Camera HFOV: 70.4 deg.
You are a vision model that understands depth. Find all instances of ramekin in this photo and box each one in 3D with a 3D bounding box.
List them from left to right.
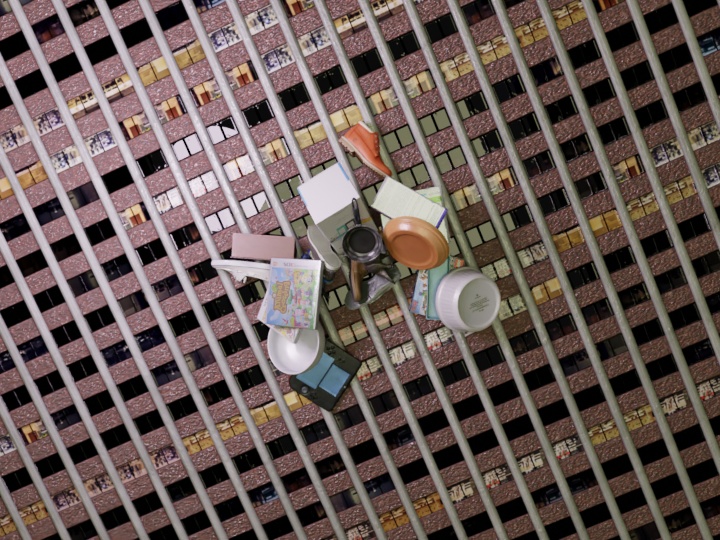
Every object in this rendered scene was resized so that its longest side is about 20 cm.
[{"bbox_3d":[0.335,0.093,1.551,0.200,0.094,0.205,-2,96,-22],"label":"ramekin"}]

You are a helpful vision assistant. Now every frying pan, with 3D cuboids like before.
[{"bbox_3d":[-0.014,-0.105,1.424,0.114,0.031,0.191,-27,114,17],"label":"frying pan"}]

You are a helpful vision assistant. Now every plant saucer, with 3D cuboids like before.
[{"bbox_3d":[0.151,-0.068,1.443,0.199,0.200,0.038,30,57,-1],"label":"plant saucer"},{"bbox_3d":[0.240,0.052,1.582,0.069,0.019,0.202,1,96,1],"label":"plant saucer"}]

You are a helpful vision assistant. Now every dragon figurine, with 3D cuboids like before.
[{"bbox_3d":[-0.138,0.013,1.565,0.099,0.201,0.059,31,122,-29],"label":"dragon figurine"}]

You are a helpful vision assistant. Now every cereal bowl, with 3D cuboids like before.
[{"bbox_3d":[-0.189,0.224,1.593,0.198,0.083,0.202,-7,75,28],"label":"cereal bowl"}]

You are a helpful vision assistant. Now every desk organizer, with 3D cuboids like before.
[{"bbox_3d":[-0.298,-0.072,1.595,0.198,0.072,0.078,4,93,1],"label":"desk organizer"}]

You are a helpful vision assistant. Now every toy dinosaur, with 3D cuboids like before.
[{"bbox_3d":[0.039,-0.034,1.531,0.102,0.077,0.200,-21,129,36],"label":"toy dinosaur"}]

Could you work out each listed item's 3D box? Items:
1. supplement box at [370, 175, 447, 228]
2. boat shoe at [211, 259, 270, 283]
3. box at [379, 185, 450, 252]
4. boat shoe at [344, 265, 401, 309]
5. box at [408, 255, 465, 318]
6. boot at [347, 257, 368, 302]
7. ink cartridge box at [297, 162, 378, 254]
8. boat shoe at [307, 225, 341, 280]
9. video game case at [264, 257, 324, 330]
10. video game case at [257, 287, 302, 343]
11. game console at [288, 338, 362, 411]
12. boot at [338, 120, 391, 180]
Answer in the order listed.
[{"bbox_3d":[0.137,-0.176,1.467,0.199,0.101,0.104,28,94,0],"label":"supplement box"},{"bbox_3d":[-0.371,0.005,1.604,0.198,0.071,0.071,6,91,-4],"label":"boat shoe"},{"bbox_3d":[0.162,-0.153,1.565,0.198,0.097,0.178,-11,95,2],"label":"box"},{"bbox_3d":[0.041,0.059,1.601,0.201,0.065,0.075,-38,62,2],"label":"boat shoe"},{"bbox_3d":[0.241,0.046,1.609,0.135,0.038,0.202,12,95,0],"label":"box"},{"bbox_3d":[0.000,0.000,1.570,0.075,0.074,0.202,1,69,-8],"label":"boot"},{"bbox_3d":[-0.063,-0.177,1.496,0.145,0.200,0.147,-31,61,3],"label":"ink cartridge box"},{"bbox_3d":[-0.121,-0.057,1.552,0.071,0.202,0.061,0,133,-30],"label":"boat shoe"},{"bbox_3d":[-0.197,0.066,1.504,0.180,0.022,0.202,3,86,27],"label":"video game case"},{"bbox_3d":[-0.229,0.101,1.568,0.199,0.023,0.184,25,96,42],"label":"video game case"},{"bbox_3d":[-0.116,0.332,1.646,0.176,0.031,0.201,33,95,-1],"label":"game console"},{"bbox_3d":[0.038,-0.366,1.563,0.200,0.075,0.107,44,90,-2],"label":"boot"}]
